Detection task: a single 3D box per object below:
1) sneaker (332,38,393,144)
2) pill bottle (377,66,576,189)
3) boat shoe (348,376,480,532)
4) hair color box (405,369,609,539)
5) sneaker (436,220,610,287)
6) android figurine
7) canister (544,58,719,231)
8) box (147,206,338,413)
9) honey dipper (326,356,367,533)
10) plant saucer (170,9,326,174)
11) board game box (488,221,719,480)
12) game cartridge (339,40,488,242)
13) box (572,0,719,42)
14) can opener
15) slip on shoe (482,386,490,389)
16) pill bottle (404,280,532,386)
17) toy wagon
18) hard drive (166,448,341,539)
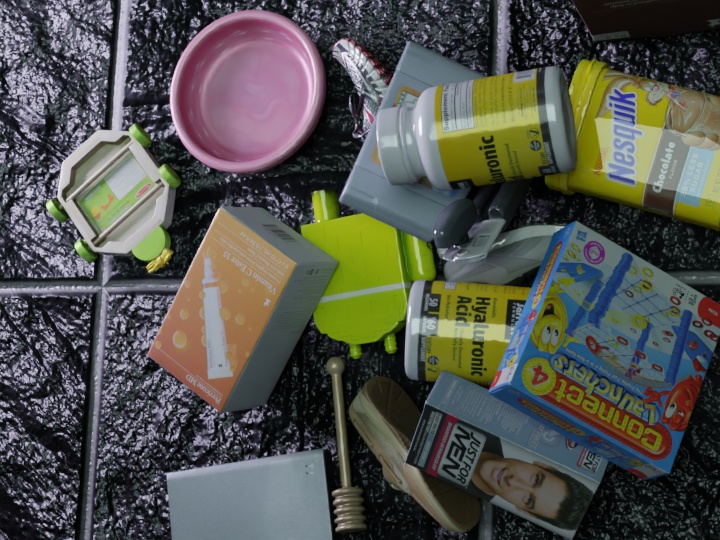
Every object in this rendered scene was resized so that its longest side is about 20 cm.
[{"bbox_3d":[0.018,-0.184,1.829,0.074,0.081,0.201,-33,72,13],"label":"sneaker"},{"bbox_3d":[0.123,-0.146,1.666,0.198,0.111,0.112,-8,77,15],"label":"pill bottle"},{"bbox_3d":[0.060,0.213,1.753,0.201,0.071,0.065,55,134,19],"label":"boat shoe"},{"bbox_3d":[0.157,0.197,1.674,0.199,0.061,0.099,24,132,9],"label":"hair color box"},{"bbox_3d":[0.184,-0.013,1.752,0.199,0.074,0.080,-9,86,23],"label":"sneaker"},{"bbox_3d":[0.000,0.000,1.808,0.181,0.041,0.202,-12,86,24],"label":"android figurine"},{"bbox_3d":[0.319,-0.136,1.717,0.199,0.087,0.150,17,86,19],"label":"canister"},{"bbox_3d":[-0.136,0.044,1.802,0.124,0.097,0.201,34,107,23],"label":"box"},{"bbox_3d":[-0.021,0.198,1.796,0.038,0.038,0.202,-12,72,16],"label":"honey dipper"},{"bbox_3d":[-0.132,-0.212,1.901,0.199,0.051,0.202,-4,78,17],"label":"plant saucer"},{"bbox_3d":[0.260,0.084,1.631,0.199,0.056,0.197,28,69,-10],"label":"board game box"},{"bbox_3d":[0.074,-0.141,1.759,0.132,0.042,0.201,23,82,0],"label":"game cartridge"},{"bbox_3d":[0.318,-0.376,1.720,0.165,0.164,0.202,-5,78,17],"label":"box"},{"bbox_3d":[0.140,-0.071,1.717,0.052,0.200,0.067,-2,120,29],"label":"can opener"},{"bbox_3d":[0.168,0.157,1.724,0.199,0.061,0.075,9,84,21],"label":"slip on shoe"},{"bbox_3d":[0.151,0.071,1.712,0.198,0.111,0.112,3,80,6],"label":"pill bottle"},{"bbox_3d":[-0.291,-0.077,1.934,0.155,0.040,0.200,-40,71,8],"label":"toy wagon"},{"bbox_3d":[-0.124,0.290,1.811,0.199,0.033,0.141,-11,77,17],"label":"hard drive"}]
